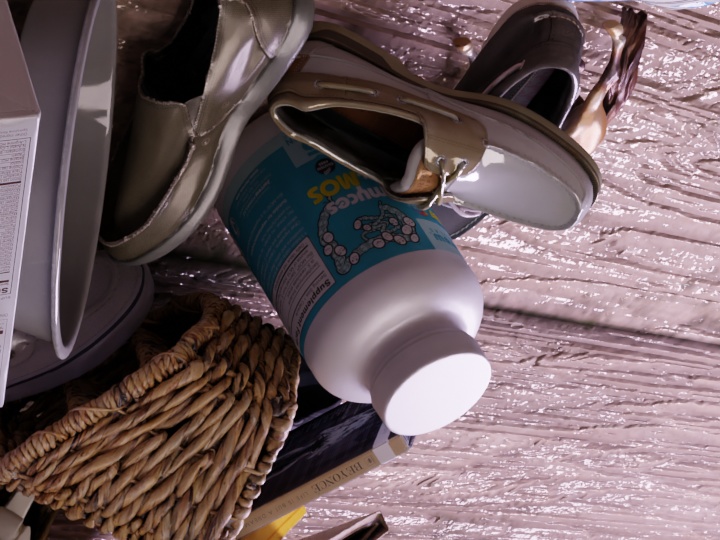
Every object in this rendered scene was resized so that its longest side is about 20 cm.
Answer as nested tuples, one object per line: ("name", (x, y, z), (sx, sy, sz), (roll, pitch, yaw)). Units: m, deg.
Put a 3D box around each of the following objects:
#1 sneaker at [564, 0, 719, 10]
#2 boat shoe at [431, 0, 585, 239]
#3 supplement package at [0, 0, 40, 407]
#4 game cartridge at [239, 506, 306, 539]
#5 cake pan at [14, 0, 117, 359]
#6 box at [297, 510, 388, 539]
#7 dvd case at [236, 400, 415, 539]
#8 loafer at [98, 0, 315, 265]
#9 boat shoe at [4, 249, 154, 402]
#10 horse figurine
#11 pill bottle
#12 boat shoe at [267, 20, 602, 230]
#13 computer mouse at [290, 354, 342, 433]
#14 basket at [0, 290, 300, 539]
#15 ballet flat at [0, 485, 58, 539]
("sneaker", (0.168, -0.182, 1.509), (0.200, 0.072, 0.073), (-8, 148, -26))
("boat shoe", (0.074, -0.076, 1.500), (0.067, 0.057, 0.200), (13, 134, -19))
("supplement package", (-0.248, -0.062, 1.198), (0.147, 0.191, 0.200), (-5, 138, -19))
("game cartridge", (-0.140, 0.205, 1.673), (0.200, 0.032, 0.176), (-24, -178, 13))
("cake pan", (-0.158, -0.055, 1.315), (0.037, 0.200, 0.200), (6, 139, -1))
("box", (-0.098, 0.214, 1.600), (0.200, 0.021, 0.163), (-26, -178, 40))
("dvd case", (-0.045, 0.126, 1.591), (0.200, 0.016, 0.149), (-29, -171, 16))
("loafer", (-0.103, -0.092, 1.410), (0.070, 0.075, 0.200), (14, 116, -41))
("boat shoe", (-0.221, 0.027, 1.467), (0.202, 0.075, 0.086), (-22, 143, 1))
("horse figurine", (0.097, -0.097, 1.577), (0.200, 0.050, 0.133), (-19, 138, -15))
("pill bottle", (0.000, 0.000, 1.484), (0.111, 0.200, 0.111), (-22, 146, -16))
("boat shoe", (0.039, -0.067, 1.445), (0.200, 0.068, 0.075), (24, 133, 0))
("computer mouse", (-0.098, 0.100, 1.675), (0.200, 0.053, 0.138), (-34, 151, 24))
("basket", (-0.128, 0.073, 1.496), (0.149, 0.200, 0.143), (26, 94, -9))
("ballet flat", (-0.227, 0.161, 1.566), (0.063, 0.069, 0.200), (-55, -174, 14))
